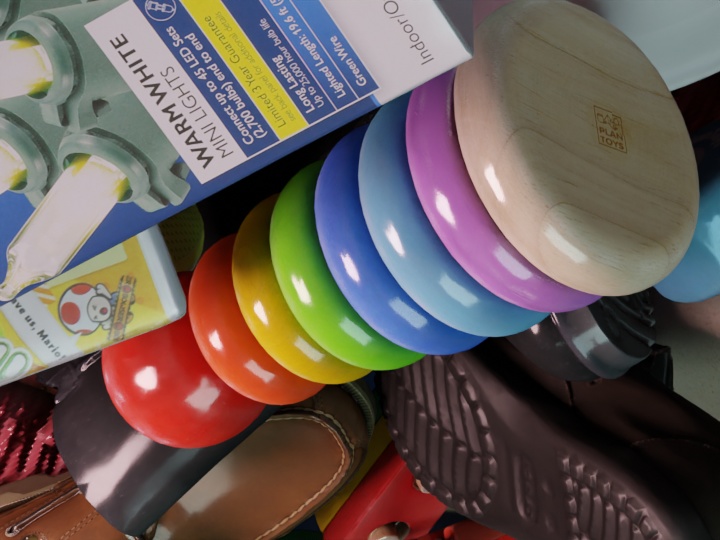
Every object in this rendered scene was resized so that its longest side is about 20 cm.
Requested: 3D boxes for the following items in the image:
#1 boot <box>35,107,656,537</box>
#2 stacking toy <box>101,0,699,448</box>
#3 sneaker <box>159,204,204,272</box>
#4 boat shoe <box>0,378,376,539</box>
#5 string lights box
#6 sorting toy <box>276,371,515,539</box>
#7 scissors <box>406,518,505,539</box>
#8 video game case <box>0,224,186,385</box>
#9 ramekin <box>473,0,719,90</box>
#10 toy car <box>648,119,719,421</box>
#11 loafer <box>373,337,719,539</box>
[{"bbox_3d":[-0.014,0.020,0.879,0.200,0.165,0.066,-35,131,17],"label":"boot"},{"bbox_3d":[0.000,0.000,0.793,0.085,0.086,0.200,14,148,-40],"label":"stacking toy"},{"bbox_3d":[-0.096,-0.052,0.814,0.090,0.078,0.200,-36,142,13],"label":"sneaker"},{"bbox_3d":[-0.079,0.098,0.982,0.200,0.068,0.072,-30,116,26],"label":"boat shoe"},{"bbox_3d":[-0.083,-0.057,0.669,0.200,0.059,0.103,-27,118,17],"label":"string lights box"},{"bbox_3d":[0.027,0.101,1.083,0.200,0.070,0.199,5,136,-33],"label":"sorting toy"},{"bbox_3d":[0.028,0.091,0.926,0.073,0.014,0.200,-22,173,15],"label":"scissors"},{"bbox_3d":[-0.164,-0.047,0.736,0.182,0.023,0.200,-20,108,-3],"label":"video game case"},{"bbox_3d":[0.066,-0.144,0.764,0.202,0.094,0.203,-14,144,-11],"label":"ramekin"},{"bbox_3d":[0.181,-0.006,0.983,0.200,0.184,0.177,-49,-165,-27],"label":"toy car"},{"bbox_3d":[0.070,0.052,0.907,0.071,0.200,0.073,-19,126,-25],"label":"loafer"}]
